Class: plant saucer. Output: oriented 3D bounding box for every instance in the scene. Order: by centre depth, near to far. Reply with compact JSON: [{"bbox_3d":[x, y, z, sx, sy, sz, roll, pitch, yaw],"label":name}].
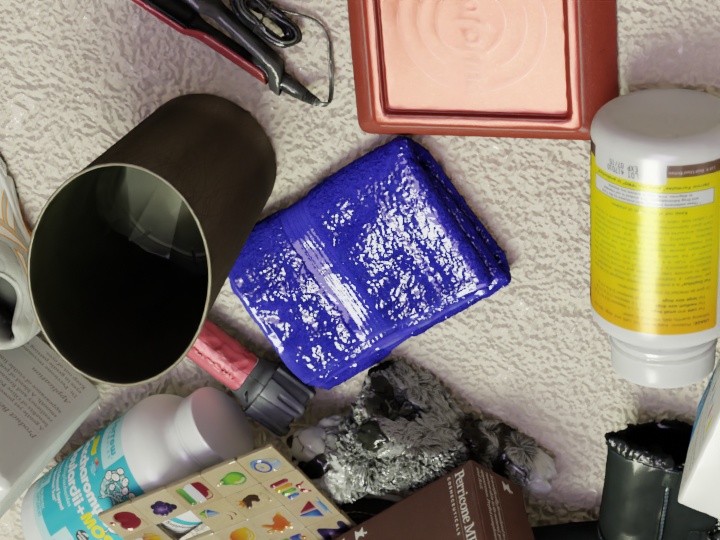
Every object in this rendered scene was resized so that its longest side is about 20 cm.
[{"bbox_3d":[0.082,-0.180,1.537,0.199,0.037,0.201,3,118,15],"label":"plant saucer"}]

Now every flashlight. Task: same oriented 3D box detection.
[{"bbox_3d":[-0.127,0.054,1.705,0.200,0.068,0.068,37,131,-3],"label":"flashlight"}]

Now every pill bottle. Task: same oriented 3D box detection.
[{"bbox_3d":[0.218,-0.021,1.538,0.108,0.109,0.201,5,118,14],"label":"pill bottle"},{"bbox_3d":[-0.179,0.174,1.761,0.200,0.111,0.111,-37,102,29],"label":"pill bottle"}]

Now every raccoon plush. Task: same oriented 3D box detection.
[{"bbox_3d":[0.038,0.167,1.709,0.199,0.097,0.134,32,129,-2],"label":"raccoon plush"}]

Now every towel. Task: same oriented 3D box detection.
[{"bbox_3d":[0.000,0.000,1.650,0.199,0.050,0.148,-31,106,28],"label":"towel"}]

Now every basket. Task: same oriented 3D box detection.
[{"bbox_3d":[-0.144,-0.039,1.583,0.135,0.200,0.181,20,120,6],"label":"basket"}]

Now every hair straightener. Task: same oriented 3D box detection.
[{"bbox_3d":[-0.096,-0.191,1.580,0.200,0.041,0.077,37,121,-5],"label":"hair straightener"}]

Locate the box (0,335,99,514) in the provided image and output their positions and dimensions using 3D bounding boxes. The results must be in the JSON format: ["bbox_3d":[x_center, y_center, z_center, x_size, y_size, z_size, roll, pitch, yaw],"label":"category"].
[{"bbox_3d":[-0.364,0.131,1.747,0.199,0.171,0.200,41,121,0],"label":"box"}]

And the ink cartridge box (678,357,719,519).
[{"bbox_3d":[0.334,0.078,1.534,0.144,0.147,0.201,22,121,5],"label":"ink cartridge box"}]

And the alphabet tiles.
[{"bbox_3d":[-0.085,0.220,1.725,0.166,0.008,0.200,-23,133,22],"label":"alphabet tiles"}]

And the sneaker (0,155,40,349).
[{"bbox_3d":[-0.306,-0.028,1.702,0.075,0.092,0.200,-27,107,26],"label":"sneaker"}]

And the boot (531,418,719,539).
[{"bbox_3d":[0.194,0.192,1.672,0.197,0.074,0.163,8,124,-2],"label":"boot"}]

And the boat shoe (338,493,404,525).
[{"bbox_3d":[0.060,0.252,1.760,0.199,0.060,0.074,33,123,-2],"label":"boat shoe"}]

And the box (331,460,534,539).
[{"bbox_3d":[0.039,0.242,1.671,0.199,0.101,0.075,-33,137,25],"label":"box"}]
